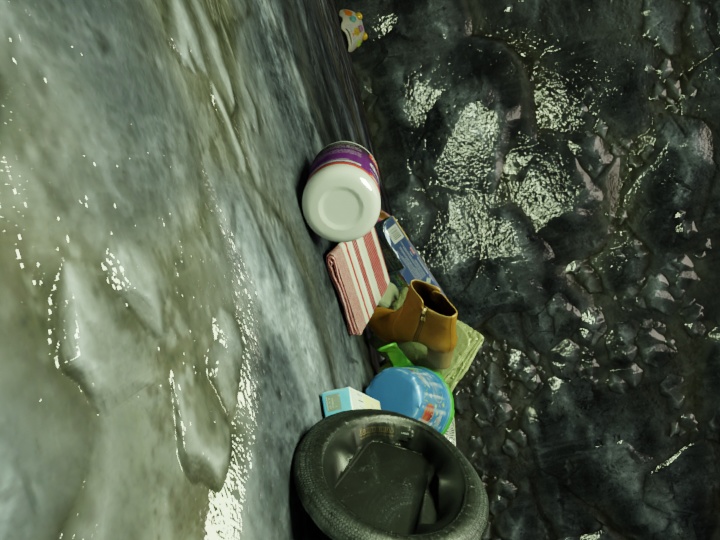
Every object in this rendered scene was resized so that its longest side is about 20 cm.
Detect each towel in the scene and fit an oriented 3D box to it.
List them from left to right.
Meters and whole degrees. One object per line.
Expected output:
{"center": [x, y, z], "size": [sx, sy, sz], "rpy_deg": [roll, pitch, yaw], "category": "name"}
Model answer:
{"center": [0.000, 0.000, 0.961], "size": [0.200, 0.023, 0.145], "rpy_deg": [-54, 132, -60], "category": "towel"}
{"center": [0.115, 0.132, 1.033], "size": [0.200, 0.149, 0.036], "rpy_deg": [35, 1, 37], "category": "towel"}

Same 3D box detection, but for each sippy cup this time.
{"center": [0.072, 0.215, 0.919], "size": [0.177, 0.140, 0.130], "rpy_deg": [33, -3, 30], "category": "sippy cup"}

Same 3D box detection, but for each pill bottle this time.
{"center": [-0.026, -0.129, 0.863], "size": [0.200, 0.111, 0.113], "rpy_deg": [-88, 162, -63], "category": "pill bottle"}

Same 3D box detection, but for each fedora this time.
{"center": [0.021, 0.218, 0.525], "size": [0.201, 0.199, 0.092], "rpy_deg": [-83, -170, -70], "category": "fedora"}

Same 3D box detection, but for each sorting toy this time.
{"center": [-0.049, -1.173, 2.800], "size": [0.181, 0.106, 0.201], "rpy_deg": [-67, 146, -46], "category": "sorting toy"}

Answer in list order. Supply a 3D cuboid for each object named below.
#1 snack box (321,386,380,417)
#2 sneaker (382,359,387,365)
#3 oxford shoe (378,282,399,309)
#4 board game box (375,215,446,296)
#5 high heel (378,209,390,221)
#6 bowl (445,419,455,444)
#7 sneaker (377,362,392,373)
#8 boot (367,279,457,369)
{"center": [0.002, 0.216, 0.705], "size": [0.200, 0.037, 0.117], "rpy_deg": [56, 22, -68], "category": "snack box"}
{"center": [0.100, 0.239, 1.241], "size": [0.199, 0.076, 0.115], "rpy_deg": [15, 63, -78], "category": "sneaker"}
{"center": [0.012, 0.031, 1.073], "size": [0.200, 0.057, 0.076], "rpy_deg": [39, 51, -53], "category": "oxford shoe"}
{"center": [0.058, 0.002, 1.194], "size": [0.201, 0.062, 0.200], "rpy_deg": [55, -25, -7], "category": "board game box"}
{"center": [0.017, -0.147, 1.267], "size": [0.201, 0.095, 0.068], "rpy_deg": [66, 12, -52], "category": "high heel"}
{"center": [0.132, 0.341, 1.134], "size": [0.201, 0.093, 0.203], "rpy_deg": [-4, 90, -72], "category": "bowl"}
{"center": [0.095, 0.267, 1.045], "size": [0.106, 0.075, 0.201], "rpy_deg": [77, -10, -48], "category": "sneaker"}
{"center": [0.084, 0.069, 0.961], "size": [0.200, 0.071, 0.145], "rpy_deg": [30, -40, 34], "category": "boot"}
